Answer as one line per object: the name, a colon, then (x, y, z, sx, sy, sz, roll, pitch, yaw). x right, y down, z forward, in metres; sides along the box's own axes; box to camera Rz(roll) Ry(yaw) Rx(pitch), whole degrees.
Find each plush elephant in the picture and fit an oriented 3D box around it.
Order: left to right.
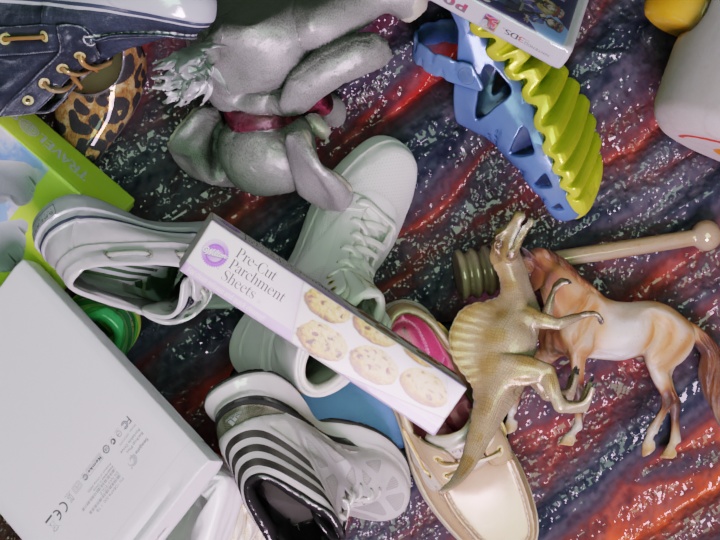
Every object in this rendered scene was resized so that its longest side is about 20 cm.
plush elephant: (-0.054, -0.121, 1.223, 0.164, 0.156, 0.200, 22, 50, 32)

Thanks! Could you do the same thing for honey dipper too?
honey dipper: (0.166, -0.013, 1.295, 0.198, 0.038, 0.038, -10, 93, -8)

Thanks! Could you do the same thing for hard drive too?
hard drive: (-0.195, 0.107, 1.170, 0.200, 0.027, 0.132, 43, 101, 24)

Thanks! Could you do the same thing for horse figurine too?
horse figurine: (0.186, 0.063, 1.283, 0.198, 0.050, 0.134, 10, 88, -14)

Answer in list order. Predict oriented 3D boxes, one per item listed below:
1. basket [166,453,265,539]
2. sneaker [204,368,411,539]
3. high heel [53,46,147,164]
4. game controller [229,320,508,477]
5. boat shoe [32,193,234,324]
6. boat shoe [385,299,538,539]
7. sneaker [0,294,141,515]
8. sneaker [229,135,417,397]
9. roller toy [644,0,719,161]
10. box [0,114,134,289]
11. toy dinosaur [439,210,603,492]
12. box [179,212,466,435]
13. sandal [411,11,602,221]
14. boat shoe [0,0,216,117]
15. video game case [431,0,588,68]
basket: (-0.145, 0.209, 1.213, 0.135, 0.123, 0.202, 22, 92, 27)
sneaker: (-0.026, 0.154, 1.175, 0.075, 0.200, 0.116, -32, 50, 21)
high heel: (-0.194, -0.170, 1.200, 0.071, 0.142, 0.202, 11, 87, 16)
game controller: (0.005, 0.099, 1.282, 0.198, 0.042, 0.106, -9, 93, -5)
boat shoe: (-0.134, 0.007, 1.205, 0.074, 0.199, 0.067, -48, 51, 28)
boat shoe: (0.062, 0.113, 1.232, 0.073, 0.069, 0.201, -30, 87, -5)
sneaker: (-0.231, 0.093, 1.241, 0.074, 0.084, 0.201, 37, 90, -5)
sneaker: (0.000, 0.000, 1.227, 0.073, 0.115, 0.201, 37, 79, -29)
roller toy: (0.303, -0.135, 1.228, 0.181, 0.199, 0.141, 20, 91, -40)
box: (-0.268, -0.066, 1.229, 0.200, 0.048, 0.122, 41, 116, -5)
toy dinosaur: (0.105, 0.066, 1.213, 0.100, 0.058, 0.202, 16, 73, -8)
box: (-0.024, 0.035, 1.145, 0.199, 0.039, 0.042, 34, 95, -10)
sandal: (0.104, -0.123, 1.273, 0.087, 0.079, 0.201, -22, 104, 33)
boat shoe: (-0.185, -0.141, 1.139, 0.198, 0.071, 0.092, 7, 99, 19)
video game case: (0.081, -0.244, 1.220, 0.181, 0.023, 0.201, 27, 46, -5)
